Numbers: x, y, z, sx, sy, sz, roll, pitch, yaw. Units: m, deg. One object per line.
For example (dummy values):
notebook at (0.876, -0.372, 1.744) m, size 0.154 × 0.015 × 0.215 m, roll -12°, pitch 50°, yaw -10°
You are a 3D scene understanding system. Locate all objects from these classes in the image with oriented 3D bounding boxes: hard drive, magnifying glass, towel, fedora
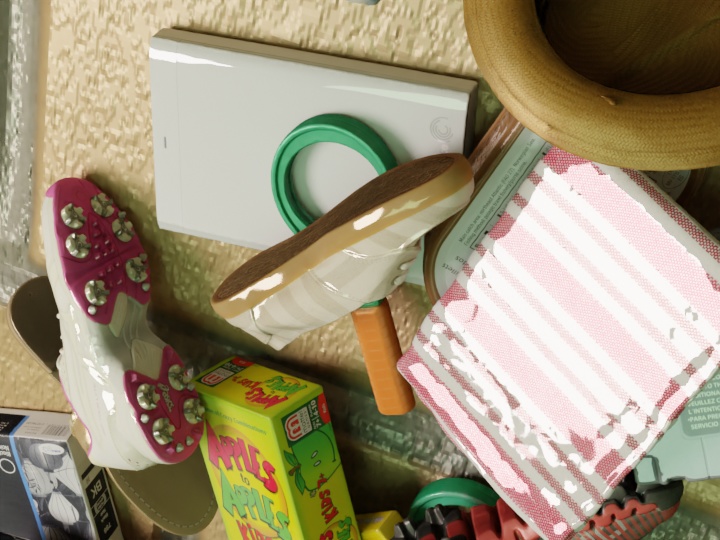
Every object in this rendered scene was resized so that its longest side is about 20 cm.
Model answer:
hard drive at (-0.032, -0.067, 0.804) m, size 0.198 × 0.026 × 0.133 m, roll 12°, pitch 123°, yaw 15°
magnifying glass at (0.093, 0.232, 0.927) m, size 0.079 × 0.022 × 0.201 m, roll -13°, pitch 114°, yaw 28°
towel at (0.114, 0.037, 0.711) m, size 0.146 × 0.030 × 0.201 m, roll 48°, pitch 124°, yaw 22°
magnifying glass at (0.000, 0.000, 0.805) m, size 0.079 × 0.022 × 0.201 m, roll -4°, pitch 116°, yaw 23°
fedora at (0.149, -0.124, 0.642) m, size 0.199 × 0.202 × 0.082 m, roll 17°, pitch 164°, yaw 11°

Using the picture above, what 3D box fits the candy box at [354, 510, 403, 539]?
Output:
candy box at (0.049, 0.255, 0.936) m, size 0.201 × 0.026 × 0.102 m, roll 54°, pitch 145°, yaw -9°

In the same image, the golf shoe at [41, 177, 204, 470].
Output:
golf shoe at (-0.177, 0.040, 0.873) m, size 0.091 × 0.075 × 0.201 m, roll -24°, pitch 84°, yaw 37°

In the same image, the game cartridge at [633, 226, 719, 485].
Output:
game cartridge at (0.232, 0.035, 0.694) m, size 0.198 × 0.041 × 0.134 m, roll -10°, pitch 88°, yaw 20°

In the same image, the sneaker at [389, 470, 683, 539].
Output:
sneaker at (0.117, 0.182, 0.844) m, size 0.199 × 0.071 × 0.098 m, roll -23°, pitch 106°, yaw 9°

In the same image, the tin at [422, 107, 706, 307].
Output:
tin at (0.111, -0.037, 0.742) m, size 0.111 × 0.042 × 0.201 m, roll 31°, pitch 121°, yaw -6°

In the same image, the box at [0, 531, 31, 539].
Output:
box at (-0.231, 0.310, 1.023) m, size 0.147 × 0.105 × 0.201 m, roll 17°, pitch 141°, yaw 2°

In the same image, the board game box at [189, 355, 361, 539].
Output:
board game box at (-0.051, 0.166, 0.905) m, size 0.101 × 0.047 × 0.201 m, roll 13°, pitch 124°, yaw 49°

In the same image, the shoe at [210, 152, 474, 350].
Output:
shoe at (-0.004, -0.007, 0.750) m, size 0.199 × 0.070 × 0.053 m, roll -28°, pitch 106°, yaw 40°

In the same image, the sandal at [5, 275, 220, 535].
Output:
sandal at (-0.178, 0.097, 0.950) m, size 0.212 × 0.078 × 0.070 m, roll 52°, pitch 156°, yaw -5°

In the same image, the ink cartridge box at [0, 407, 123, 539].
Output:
ink cartridge box at (-0.240, 0.202, 1.041) m, size 0.099 × 0.039 × 0.201 m, roll 1°, pitch 120°, yaw 20°

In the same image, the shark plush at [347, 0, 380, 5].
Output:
shark plush at (0.004, -0.243, 0.685) m, size 0.083 × 0.091 × 0.201 m, roll 16°, pitch 105°, yaw -11°
